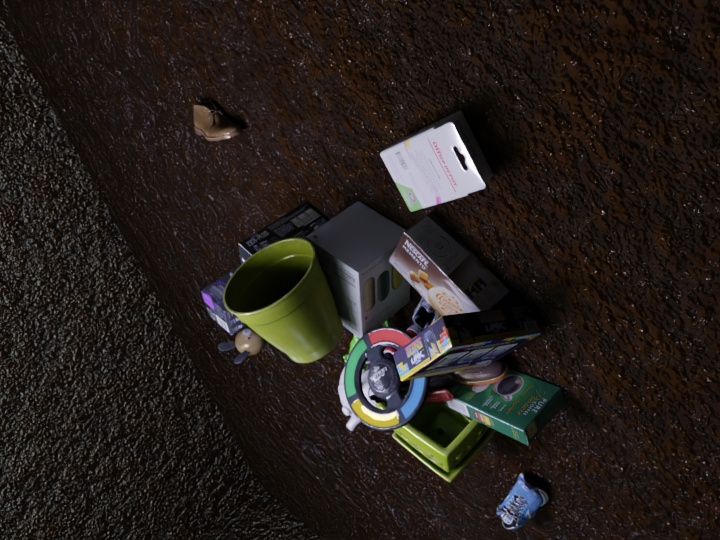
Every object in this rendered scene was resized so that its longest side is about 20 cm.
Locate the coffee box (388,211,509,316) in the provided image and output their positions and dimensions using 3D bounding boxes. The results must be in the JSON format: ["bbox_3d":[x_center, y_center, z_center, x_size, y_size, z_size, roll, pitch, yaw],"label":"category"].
[{"bbox_3d":[0.156,0.008,1.166,0.200,0.080,0.114,48,152,11],"label":"coffee box"}]

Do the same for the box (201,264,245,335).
[{"bbox_3d":[-0.340,0.071,1.873,0.122,0.200,0.106,34,147,33],"label":"box"}]

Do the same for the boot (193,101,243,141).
[{"bbox_3d":[-0.352,-0.360,1.554,0.200,0.073,0.076,25,132,46],"label":"boot"}]

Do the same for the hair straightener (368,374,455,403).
[{"bbox_3d":[0.099,0.230,1.285,0.199,0.077,0.041,-16,128,33],"label":"hair straightener"}]

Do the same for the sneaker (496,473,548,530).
[{"bbox_3d":[0.356,0.527,1.434,0.078,0.089,0.201,35,147,30],"label":"sneaker"}]

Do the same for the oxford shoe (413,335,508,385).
[{"bbox_3d":[0.184,0.170,1.246,0.199,0.071,0.073,7,147,27],"label":"oxford shoe"}]

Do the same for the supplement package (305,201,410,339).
[{"bbox_3d":[0.000,0.000,1.320,0.150,0.152,0.201,34,147,31],"label":"supplement package"}]

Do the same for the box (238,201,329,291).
[{"bbox_3d":[-0.143,-0.038,1.446,0.164,0.200,0.086,38,148,26],"label":"box"}]

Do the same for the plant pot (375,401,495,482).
[{"bbox_3d":[0.174,0.312,1.369,0.200,0.199,0.182,32,152,34],"label":"plant pot"}]

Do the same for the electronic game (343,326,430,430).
[{"bbox_3d":[0.048,0.210,1.259,0.200,0.201,0.042,29,-173,39],"label":"electronic game"}]

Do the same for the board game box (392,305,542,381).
[{"bbox_3d":[0.181,0.124,1.103,0.165,0.199,0.057,-45,56,51],"label":"board game box"}]

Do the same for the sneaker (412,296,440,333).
[{"bbox_3d":[0.136,0.097,1.296,0.074,0.081,0.200,39,149,26],"label":"sneaker"}]

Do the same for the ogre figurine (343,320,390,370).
[{"bbox_3d":[0.019,0.134,1.443,0.098,0.200,0.120,21,119,33],"label":"ogre figurine"}]

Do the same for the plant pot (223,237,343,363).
[{"bbox_3d":[-0.133,0.074,1.267,0.200,0.200,0.193,18,148,48],"label":"plant pot"}]

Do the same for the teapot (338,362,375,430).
[{"bbox_3d":[0.011,0.319,1.674,0.197,0.146,0.201,-6,116,58],"label":"teapot"}]

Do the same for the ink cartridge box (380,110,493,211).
[{"bbox_3d":[0.129,-0.173,1.017,0.200,0.067,0.117,-8,114,60],"label":"ink cartridge box"}]

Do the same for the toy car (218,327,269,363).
[{"bbox_3d":[-0.346,0.205,2.035,0.164,0.200,0.158,31,145,35],"label":"toy car"}]

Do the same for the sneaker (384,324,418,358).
[{"bbox_3d":[0.088,0.212,1.467,0.071,0.112,0.200,40,149,25],"label":"sneaker"}]

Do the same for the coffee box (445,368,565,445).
[{"bbox_3d":[0.266,0.241,1.216,0.200,0.123,0.044,15,135,48],"label":"coffee box"}]
